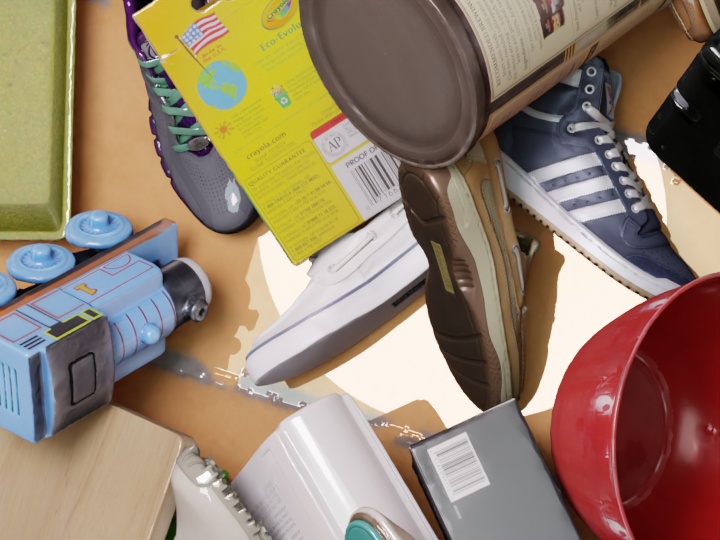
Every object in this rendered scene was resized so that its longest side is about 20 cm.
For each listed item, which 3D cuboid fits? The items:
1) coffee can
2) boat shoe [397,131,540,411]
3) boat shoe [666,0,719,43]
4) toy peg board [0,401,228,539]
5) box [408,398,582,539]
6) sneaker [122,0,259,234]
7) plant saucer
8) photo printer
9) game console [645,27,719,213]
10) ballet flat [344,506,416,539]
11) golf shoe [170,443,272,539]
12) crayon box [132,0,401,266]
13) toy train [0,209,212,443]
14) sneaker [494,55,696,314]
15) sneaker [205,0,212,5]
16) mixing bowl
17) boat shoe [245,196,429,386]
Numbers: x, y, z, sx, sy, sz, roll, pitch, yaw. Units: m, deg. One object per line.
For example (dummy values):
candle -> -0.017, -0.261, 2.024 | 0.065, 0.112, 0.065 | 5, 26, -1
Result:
coffee can -> 0.082, -0.174, 1.423 | 0.200, 0.147, 0.146 | -36, 77, -31
boat shoe -> 0.085, 0.001, 1.483 | 0.076, 0.201, 0.072 | -31, 40, -23
boat shoe -> 0.177, -0.228, 1.514 | 0.068, 0.072, 0.201 | -26, 72, 15
toy peg board -> -0.197, 0.179, 1.561 | 0.198, 0.098, 0.201 | 20, 90, 33
box -> 0.104, 0.191, 1.455 | 0.078, 0.141, 0.201 | -24, 81, -4
sneaker -> -0.124, -0.120, 1.558 | 0.074, 0.087, 0.201 | -21, 81, 17
plant saucer -> -0.285, -0.119, 1.618 | 0.199, 0.048, 0.201 | 0, 86, 12
photo printer -> 0.000, 0.192, 1.475 | 0.069, 0.166, 0.201 | -27, 78, -23
game console -> 0.307, -0.090, 1.453 | 0.200, 0.176, 0.116 | 43, 59, 8
ballet flat -> 0.051, 0.223, 1.364 | 0.069, 0.069, 0.201 | -21, 94, 11
golf shoe -> -0.097, 0.205, 1.478 | 0.097, 0.078, 0.201 | -27, 125, -15
crayon box -> -0.043, -0.120, 1.485 | 0.127, 0.051, 0.201 | -31, 114, 2
toy train -> -0.183, 0.031, 1.516 | 0.114, 0.200, 0.087 | 25, 127, 32
sneaker -> 0.159, -0.066, 1.502 | 0.200, 0.070, 0.109 | 39, 97, 15
sneaker -> -0.057, -0.166, 1.566 | 0.082, 0.078, 0.201 | -4, 89, 39
mixing bowl -> 0.189, 0.100, 1.440 | 0.108, 0.199, 0.202 | 1, 85, 51
boat shoe -> 0.000, 0.000, 1.539 | 0.199, 0.074, 0.066 | -35, 76, -2
